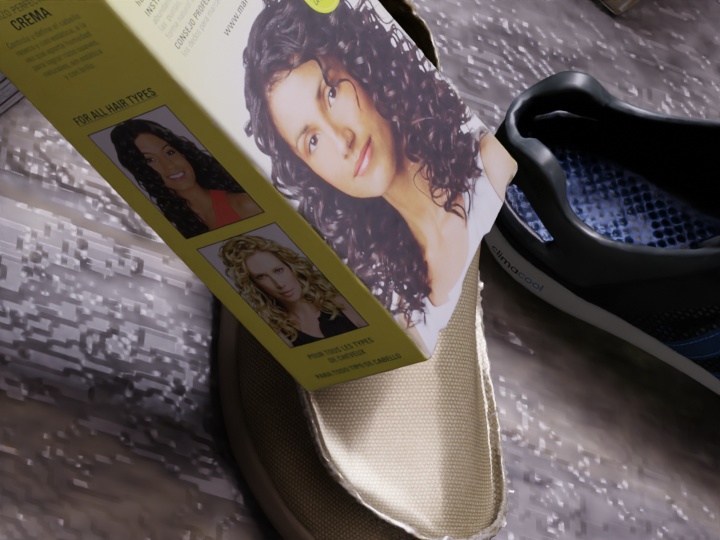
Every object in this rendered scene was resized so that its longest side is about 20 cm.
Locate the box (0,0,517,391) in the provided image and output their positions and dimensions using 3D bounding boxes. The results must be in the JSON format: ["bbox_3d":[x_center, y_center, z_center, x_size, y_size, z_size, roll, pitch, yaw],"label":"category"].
[{"bbox_3d":[-0.045,-0.063,0.732,0.200,0.050,0.075,46,49,-26],"label":"box"}]

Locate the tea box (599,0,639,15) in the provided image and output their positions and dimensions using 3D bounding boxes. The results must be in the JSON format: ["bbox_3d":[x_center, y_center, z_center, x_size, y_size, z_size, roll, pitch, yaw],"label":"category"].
[{"bbox_3d":[0.097,-0.230,0.967,0.197,0.200,0.134,43,44,-10],"label":"tea box"}]

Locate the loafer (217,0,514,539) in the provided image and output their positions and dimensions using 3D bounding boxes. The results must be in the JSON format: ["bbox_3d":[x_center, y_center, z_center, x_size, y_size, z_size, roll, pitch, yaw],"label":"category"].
[{"bbox_3d":[0.000,0.000,0.837,0.076,0.067,0.201,4,56,-31],"label":"loafer"}]

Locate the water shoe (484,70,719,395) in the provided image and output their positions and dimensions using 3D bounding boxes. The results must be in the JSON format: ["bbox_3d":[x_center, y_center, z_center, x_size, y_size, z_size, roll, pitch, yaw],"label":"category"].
[{"bbox_3d":[0.129,0.004,0.877,0.199,0.079,0.072,20,68,7],"label":"water shoe"}]

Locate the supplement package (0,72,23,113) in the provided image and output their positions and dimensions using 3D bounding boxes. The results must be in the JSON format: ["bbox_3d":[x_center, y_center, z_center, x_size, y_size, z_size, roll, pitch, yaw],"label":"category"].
[{"bbox_3d":[-0.166,-0.095,0.768,0.156,0.111,0.200,44,45,2],"label":"supplement package"}]
